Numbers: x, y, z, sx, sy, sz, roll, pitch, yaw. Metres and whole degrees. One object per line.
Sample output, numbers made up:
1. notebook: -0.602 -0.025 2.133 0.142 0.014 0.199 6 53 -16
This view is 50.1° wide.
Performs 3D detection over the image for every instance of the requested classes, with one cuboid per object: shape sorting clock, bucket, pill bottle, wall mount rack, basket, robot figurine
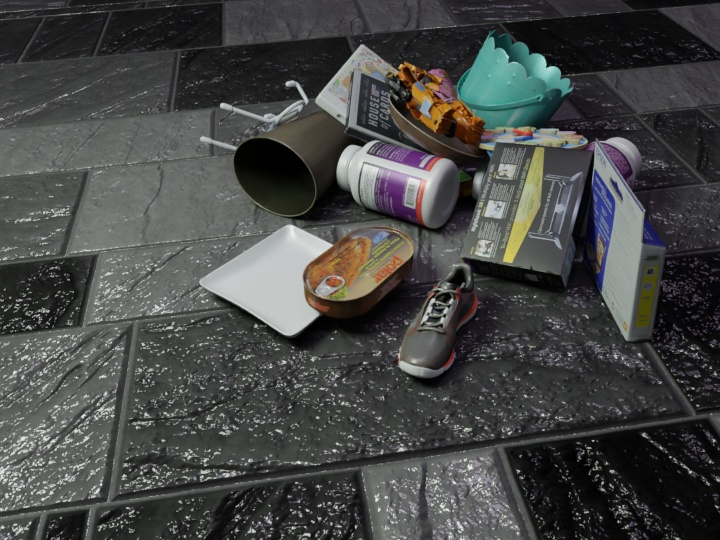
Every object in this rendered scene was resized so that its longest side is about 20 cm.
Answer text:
1. shape sorting clock: 0.281 -0.221 1.295 0.194 0.040 0.201 -4 18 1
2. bucket: 0.288 -0.343 1.465 0.203 0.136 0.209 25 30 -15
3. pill bottle: 0.381 -0.143 1.263 0.111 0.115 0.199 26 45 34
4. pill bottle: 0.061 -0.149 1.290 0.196 0.115 0.112 20 41 28
5. wall mount rack: -0.188 -0.267 1.397 0.172 0.199 0.075 -33 86 -36
6. basket: -0.097 -0.202 1.361 0.176 0.139 0.200 17 36 26
7. robot figurine: 0.122 -0.283 1.289 0.142 0.059 0.201 12 32 -38

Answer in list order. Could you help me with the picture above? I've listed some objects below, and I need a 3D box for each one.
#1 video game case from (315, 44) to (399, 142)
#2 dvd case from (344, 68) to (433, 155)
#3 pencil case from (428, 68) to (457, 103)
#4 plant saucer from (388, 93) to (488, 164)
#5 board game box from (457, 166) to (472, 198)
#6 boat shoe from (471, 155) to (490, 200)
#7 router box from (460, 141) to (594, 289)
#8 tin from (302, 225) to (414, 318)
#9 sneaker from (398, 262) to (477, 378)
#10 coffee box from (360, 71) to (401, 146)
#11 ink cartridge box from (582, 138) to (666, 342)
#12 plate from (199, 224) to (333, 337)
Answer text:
1. video game case: 0.033 -0.312 1.421 0.180 0.023 0.202 36 48 -4
2. dvd case: 0.068 -0.270 1.383 0.195 0.025 0.153 19 52 -18
3. pencil case: 0.167 -0.334 1.556 0.080 0.088 0.202 7 33 -13
4. plant saucer: 0.129 -0.239 1.321 0.196 0.033 0.202 25 28 -13
5. board game box: 0.123 -0.183 1.409 0.093 0.031 0.201 -17 41 -19
6. boat shoe: 0.265 -0.173 1.353 0.069 0.073 0.199 18 34 31
7. router box: 0.252 -0.087 1.147 0.154 0.052 0.205 11 71 29
8. tin: 0.000 0.000 1.102 0.110 0.043 0.199 20 40 32
9. sneaker: 0.102 0.058 1.028 0.075 0.084 0.201 12 38 19
10. coffee box: 0.052 -0.331 1.567 0.111 0.081 0.202 4 36 7
11. ink cartridge box: 0.359 -0.046 1.054 0.046 0.204 0.200 -3 35 -1
12. plate: -0.104 0.018 1.139 0.197 0.033 0.198 25 43 32
